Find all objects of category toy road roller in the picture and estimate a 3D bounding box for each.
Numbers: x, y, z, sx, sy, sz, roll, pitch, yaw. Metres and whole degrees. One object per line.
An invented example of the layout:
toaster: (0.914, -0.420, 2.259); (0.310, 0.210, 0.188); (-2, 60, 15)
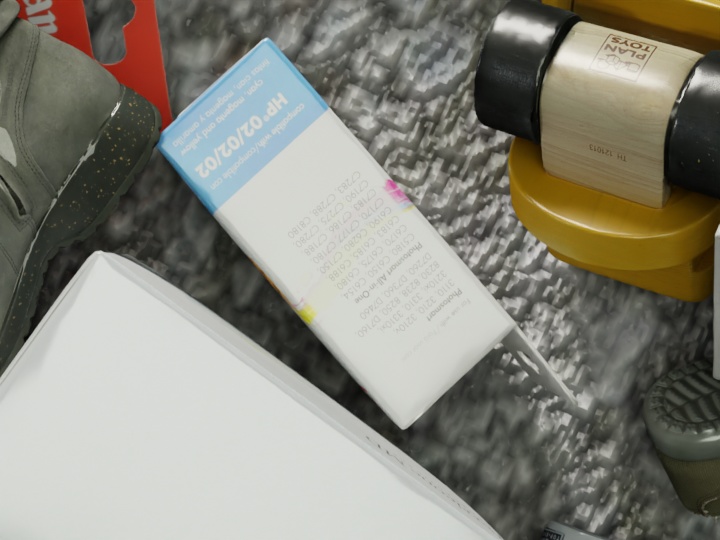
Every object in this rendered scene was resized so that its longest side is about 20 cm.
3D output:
toy road roller: (0.138, -0.081, 0.776); (0.122, 0.147, 0.201); (19, 55, 22)

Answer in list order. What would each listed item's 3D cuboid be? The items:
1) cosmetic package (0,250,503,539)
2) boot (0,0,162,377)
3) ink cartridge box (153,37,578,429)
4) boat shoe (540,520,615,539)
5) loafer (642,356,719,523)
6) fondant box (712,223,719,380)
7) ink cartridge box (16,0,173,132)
cosmetic package: (-0.057, 0.096, 0.718); (0.199, 0.200, 0.123); (36, 88, -5)
boot: (-0.180, -0.025, 0.677); (0.130, 0.068, 0.201); (37, 81, -27)
ink cartridge box: (0.000, 0.000, 0.763); (0.068, 0.115, 0.200); (-41, 93, -2)
boat shoe: (0.172, 0.175, 0.799); (0.197, 0.074, 0.069); (17, 85, -4)
loafer: (0.227, 0.065, 0.813); (0.198, 0.075, 0.070); (-12, 123, -5)
fondant box: (0.214, -0.055, 0.736); (0.058, 0.145, 0.201); (23, 71, 20)
ink cartridge box: (-0.185, -0.087, 0.731); (0.198, 0.163, 0.057); (-4, 50, -2)
